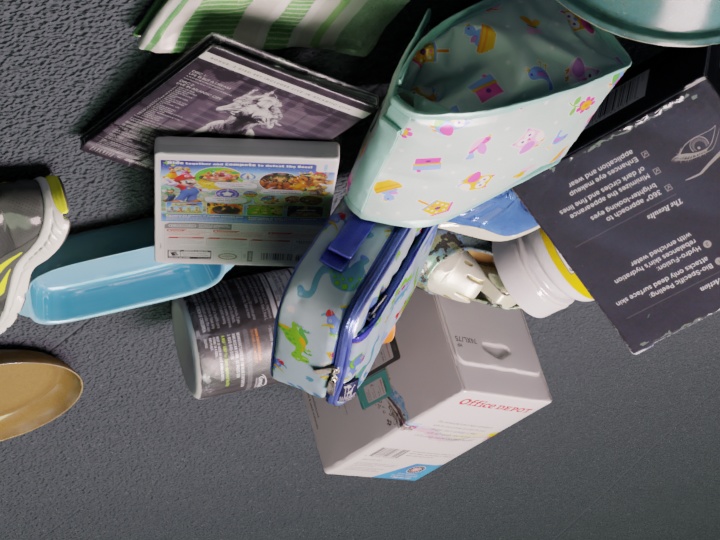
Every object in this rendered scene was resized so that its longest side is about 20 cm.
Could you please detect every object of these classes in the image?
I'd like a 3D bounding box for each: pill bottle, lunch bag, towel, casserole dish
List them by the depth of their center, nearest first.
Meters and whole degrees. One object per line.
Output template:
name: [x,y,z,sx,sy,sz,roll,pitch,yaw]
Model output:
towel: [-0.048,-0.202,1.524,0.199,0.023,0.153,-2,152,-32]
lunch bag: [0.082,-0.126,1.634,0.199,0.122,0.170,-25,163,-26]
lunch bag: [0.000,0.000,1.728,0.082,0.200,0.161,25,144,9]
casserole dish: [-0.208,-0.005,1.842,0.199,0.039,0.121,-14,157,-11]
pill bottle: [0.229,-0.041,1.973,0.200,0.115,0.114,-30,154,29]
pill bottle: [-0.070,0.051,1.980,0.199,0.107,0.106,-11,157,-14]

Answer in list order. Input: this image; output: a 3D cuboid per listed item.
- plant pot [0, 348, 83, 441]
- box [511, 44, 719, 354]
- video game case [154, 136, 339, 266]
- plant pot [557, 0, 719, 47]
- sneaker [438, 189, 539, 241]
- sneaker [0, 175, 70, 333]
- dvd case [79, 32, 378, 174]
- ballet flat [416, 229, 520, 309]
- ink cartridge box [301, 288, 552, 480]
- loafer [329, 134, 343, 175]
plant pot: [-0.368,0.122,2.035,0.199,0.028,0.200,-15,157,-7]
box: [0.268,-0.068,1.807,0.196,0.200,0.118,-28,-160,26]
video game case: [-0.095,-0.053,1.699,0.143,0.018,0.200,2,156,-5]
plant pot: [0.209,-0.281,1.329,0.199,0.201,0.196,-10,148,-17]
sneaker: [0.114,-0.080,1.845,0.199,0.077,0.111,5,159,-29]
sneaker: [-0.309,-0.015,1.721,0.084,0.075,0.200,6,140,-32]
dvd case: [-0.103,-0.114,1.611,0.148,0.016,0.200,18,151,-31]
ballet flat: [0.110,0.003,2.042,0.074,0.075,0.200,-34,155,35]
ink cartridge box: [0.061,0.106,2.147,0.200,0.147,0.146,-33,152,34]
loafer: [-0.059,-0.086,1.721,0.070,0.068,0.201,-11,157,-16]
